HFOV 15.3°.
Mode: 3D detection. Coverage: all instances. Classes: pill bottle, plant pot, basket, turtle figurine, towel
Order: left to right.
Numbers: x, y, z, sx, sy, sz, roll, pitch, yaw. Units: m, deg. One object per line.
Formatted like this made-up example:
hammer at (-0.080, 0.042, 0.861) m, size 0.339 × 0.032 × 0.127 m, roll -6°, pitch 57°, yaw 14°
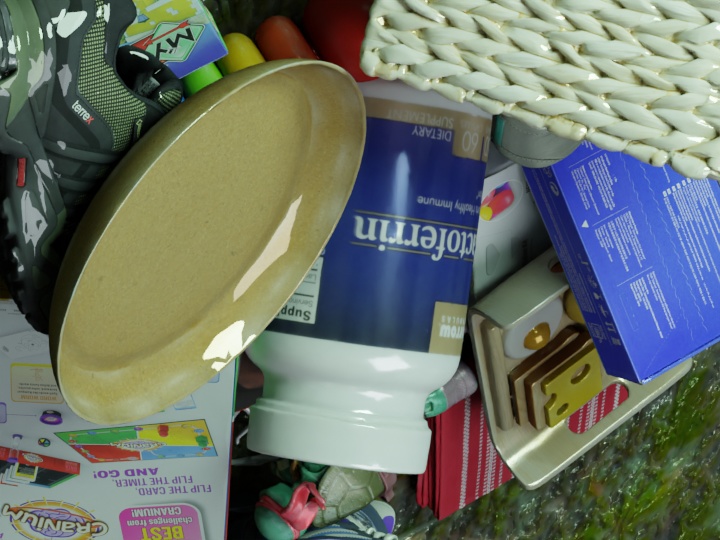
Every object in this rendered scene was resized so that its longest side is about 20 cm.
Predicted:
plant pot at (-0.074, -0.017, 1.231) m, size 0.200 × 0.027 × 0.200 m, roll -41°, pitch 153°, yaw -26°
turtle figurine at (-0.016, 0.098, 1.580) m, size 0.200 × 0.101 × 0.150 m, roll -39°, pitch 164°, yaw -24°
pill bottle at (0.000, 0.000, 1.378) m, size 0.116 × 0.116 × 0.200 m, roll 7°, pitch 91°, yaw -50°
towel at (0.121, 0.074, 1.765) m, size 0.200 × 0.022 × 0.145 m, roll -28°, pitch 144°, yaw -22°
basket at (0.127, -0.144, 1.257) m, size 0.200 × 0.198 × 0.161 m, roll -11°, pitch 118°, yaw -69°

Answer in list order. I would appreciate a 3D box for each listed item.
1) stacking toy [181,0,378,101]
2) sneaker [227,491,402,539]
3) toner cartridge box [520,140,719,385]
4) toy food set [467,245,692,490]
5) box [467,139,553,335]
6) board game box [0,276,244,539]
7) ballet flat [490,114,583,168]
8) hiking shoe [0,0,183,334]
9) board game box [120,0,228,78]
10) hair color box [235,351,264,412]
stacking toy at (-0.064, -0.079, 1.299) m, size 0.200 × 0.085 × 0.085 m, roll -32°, pitch 148°, yaw 2°
sneaker at (0.003, 0.171, 1.618) m, size 0.146 × 0.200 × 0.081 m, roll -39°, pitch 120°, yaw -51°
toner cartridge box at (0.151, -0.046, 1.515) m, size 0.095 × 0.043 × 0.200 m, roll -28°, pitch 106°, yaw -19°
toy food set at (0.144, 0.042, 1.626) m, size 0.143 × 0.060 × 0.200 m, roll -36°, pitch 148°, yaw -16°
box at (0.139, -0.058, 1.602) m, size 0.200 × 0.041 × 0.156 m, roll -30°, pitch 147°, yaw -18°
board game box at (-0.141, 0.075, 1.392) m, size 0.153 × 0.040 × 0.200 m, roll 4°, pitch 133°, yaw -4°
ballet flat at (0.148, -0.133, 1.440) m, size 0.200 × 0.067 × 0.064 m, roll -42°, pitch 157°, yaw -14°
hiking shoe at (-0.122, -0.051, 1.196) m, size 0.101 × 0.076 × 0.200 m, roll -19°, pitch 141°, yaw -16°
board game box at (-0.172, -0.096, 1.204) m, size 0.200 × 0.029 × 0.135 m, roll -28°, pitch 148°, yaw 2°
hair color box at (-0.054, 0.018, 1.475) m, size 0.200 × 0.061 × 0.102 m, roll -20°, pitch 142°, yaw -30°
